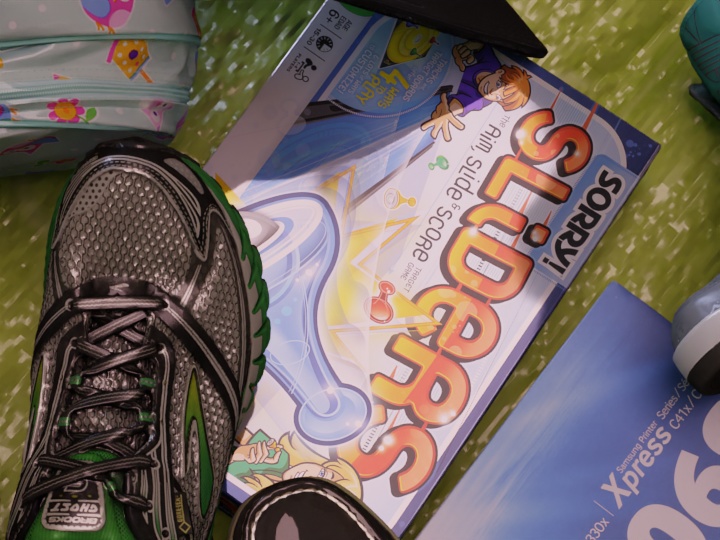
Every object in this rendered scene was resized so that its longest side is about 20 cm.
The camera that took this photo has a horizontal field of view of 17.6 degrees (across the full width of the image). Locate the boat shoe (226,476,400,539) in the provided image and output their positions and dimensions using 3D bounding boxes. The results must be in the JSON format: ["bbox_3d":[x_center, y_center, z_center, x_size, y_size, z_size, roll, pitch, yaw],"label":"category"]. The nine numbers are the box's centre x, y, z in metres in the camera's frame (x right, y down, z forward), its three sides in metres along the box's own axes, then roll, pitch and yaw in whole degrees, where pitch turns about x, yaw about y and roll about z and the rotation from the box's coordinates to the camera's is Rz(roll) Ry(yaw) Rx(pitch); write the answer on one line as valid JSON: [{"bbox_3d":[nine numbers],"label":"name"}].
[{"bbox_3d":[0.015,0.153,0.737,0.072,0.066,0.201,-20,76,-11],"label":"boat shoe"}]

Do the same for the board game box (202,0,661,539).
[{"bbox_3d":[0.000,0.000,0.845,0.135,0.034,0.200,33,73,5],"label":"board game box"}]

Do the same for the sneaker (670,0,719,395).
[{"bbox_3d":[0.151,-0.046,0.835,0.200,0.084,0.121,-32,76,-38],"label":"sneaker"}]

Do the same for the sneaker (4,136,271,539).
[{"bbox_3d":[-0.074,0.057,0.759,0.078,0.085,0.200,2,93,8],"label":"sneaker"}]

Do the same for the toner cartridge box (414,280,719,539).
[{"bbox_3d":[0.066,0.110,0.814,0.095,0.043,0.200,36,73,7],"label":"toner cartridge box"}]

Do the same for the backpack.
[{"bbox_3d":[-0.156,-0.091,0.806,0.200,0.167,0.127,-6,97,-9],"label":"backpack"}]

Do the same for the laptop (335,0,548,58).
[{"bbox_3d":[-0.009,-0.187,0.816,0.103,0.177,0.200,-50,58,23],"label":"laptop"}]
